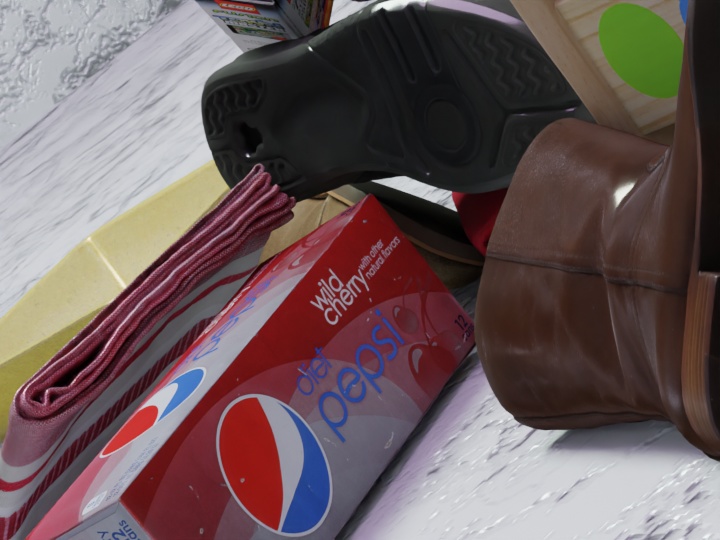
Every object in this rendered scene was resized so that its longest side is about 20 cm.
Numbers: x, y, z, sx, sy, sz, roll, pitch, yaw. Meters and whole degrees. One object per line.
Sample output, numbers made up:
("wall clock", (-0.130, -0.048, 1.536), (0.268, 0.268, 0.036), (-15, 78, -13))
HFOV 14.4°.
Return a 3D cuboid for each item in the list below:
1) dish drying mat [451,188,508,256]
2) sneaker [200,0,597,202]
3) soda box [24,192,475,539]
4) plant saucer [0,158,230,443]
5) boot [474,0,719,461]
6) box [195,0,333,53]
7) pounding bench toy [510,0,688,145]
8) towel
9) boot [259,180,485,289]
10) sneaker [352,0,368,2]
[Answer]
("dish drying mat", (0.069, -0.044, 1.102), (0.077, 0.018, 0.200), (-45, 6, 5))
("sneaker", (0.038, -0.073, 1.037), (0.114, 0.076, 0.199), (-26, 9, -34))
("soda box", (-0.035, 0.058, 0.964), (0.063, 0.070, 0.200), (-32, 12, 37))
("plant saucer", (-0.121, 0.014, 1.490), (0.200, 0.048, 0.200), (-28, 13, 41))
("boot", (0.086, -0.040, 0.802), (0.200, 0.064, 0.187), (-170, 90, -77))
("box", (-0.022, -0.188, 1.099), (0.110, 0.035, 0.200), (38, -119, -79))
("pounding bench toy", (0.123, -0.118, 0.852), (0.124, 0.200, 0.156), (-44, 14, -33))
("towel", (-0.093, 0.058, 1.089), (0.144, 0.023, 0.200), (-44, -12, -32))
("boot", (0.000, 0.000, 1.172), (0.076, 0.074, 0.200), (-68, 19, -3))
("sneaker", (0.046, -0.149, 1.061), (0.115, 0.081, 0.199), (2, -8, 8))
